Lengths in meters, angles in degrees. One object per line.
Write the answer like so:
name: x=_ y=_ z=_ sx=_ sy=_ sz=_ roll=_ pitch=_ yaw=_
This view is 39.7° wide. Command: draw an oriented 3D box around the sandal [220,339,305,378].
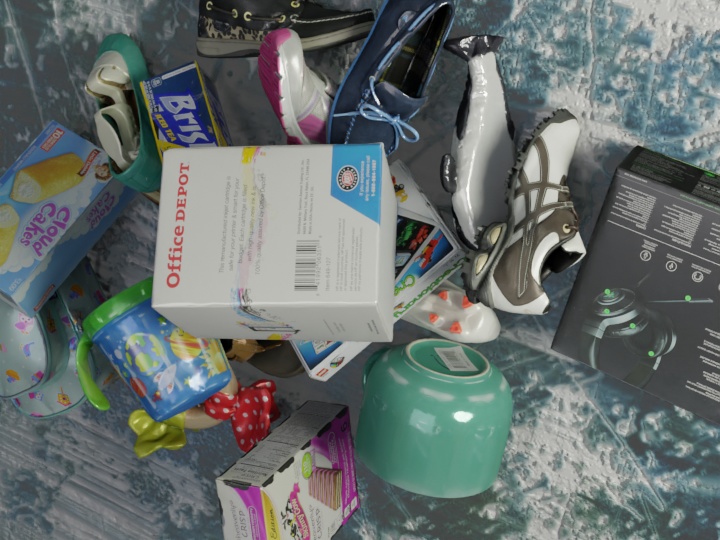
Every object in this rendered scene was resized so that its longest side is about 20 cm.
sandal: x=-0.142 y=0.063 z=1.114 sx=0.199 sy=0.055 sz=0.082 roll=30 pitch=119 yaw=16

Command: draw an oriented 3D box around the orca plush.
orca plush: x=0.099 y=-0.120 z=0.957 sx=0.071 sy=0.105 sz=0.202 roll=10 pitch=119 yaw=58

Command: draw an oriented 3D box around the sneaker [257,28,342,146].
sneaker: x=-0.039 y=-0.160 z=0.983 sx=0.088 sy=0.082 sz=0.201 roll=-24 pitch=140 yaw=-3

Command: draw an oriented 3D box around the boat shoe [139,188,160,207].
boat shoe: x=-0.165 y=-0.078 z=1.120 sx=0.199 sy=0.071 sz=0.065 roll=23 pitch=83 yaw=16

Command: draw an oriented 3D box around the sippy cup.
sippy cup: x=-0.205 y=0.083 z=1.060 sx=0.177 sy=0.139 sz=0.131 roll=-36 pitch=82 yaw=42

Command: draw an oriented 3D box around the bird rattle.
bird rattle: x=-0.195 y=0.146 z=1.164 sx=0.199 sy=0.113 sz=0.164 roll=-9 pitch=120 yaw=34

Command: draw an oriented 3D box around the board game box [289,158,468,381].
board game box: x=0.000 y=0.000 z=1.006 sx=0.200 sy=0.035 sz=0.127 roll=-40 pitch=60 yaw=14

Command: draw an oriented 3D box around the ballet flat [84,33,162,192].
ballet flat: x=-0.262 y=-0.181 z=1.088 sx=0.067 sy=0.070 sz=0.202 roll=-26 pitch=73 yaw=24

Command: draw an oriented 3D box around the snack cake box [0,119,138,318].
snack cake box: x=-0.366 y=-0.060 z=1.151 sx=0.114 sy=0.201 sz=0.067 roll=29 pitch=159 yaw=17

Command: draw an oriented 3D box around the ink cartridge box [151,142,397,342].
ink cartridge box: x=-0.072 y=-0.020 z=0.912 sx=0.198 sy=0.145 sz=0.149 roll=0 pitch=74 yaw=8

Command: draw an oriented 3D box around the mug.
mug: x=0.064 y=0.133 z=1.015 sx=0.184 sy=0.152 sz=0.115 roll=19 pitch=112 yaw=21

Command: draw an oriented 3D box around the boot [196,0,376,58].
boot: x=-0.084 y=-0.294 z=0.991 sx=0.202 sy=0.073 sz=0.155 roll=2 pitch=105 yaw=26

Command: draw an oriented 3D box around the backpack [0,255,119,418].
backpack: x=-0.395 y=0.083 z=1.245 sx=0.175 sy=0.153 sz=0.201 roll=-25 pitch=102 yaw=27

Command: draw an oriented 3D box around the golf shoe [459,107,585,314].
golf shoe: x=0.168 y=-0.048 z=0.898 sx=0.094 sy=0.078 sz=0.201 roll=22 pitch=78 yaw=22

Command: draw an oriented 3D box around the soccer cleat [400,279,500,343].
soccer cleat: x=0.056 y=0.024 z=1.034 sx=0.199 sy=0.077 sz=0.070 roll=30 pitch=90 yaw=33

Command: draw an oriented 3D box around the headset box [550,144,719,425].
headset box: x=0.285 y=0.018 z=0.891 sx=0.173 sy=0.093 sz=0.202 roll=23 pitch=117 yaw=19

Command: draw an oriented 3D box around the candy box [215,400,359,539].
candy box: x=-0.074 y=0.247 z=1.099 sx=0.060 sy=0.200 sz=0.138 roll=3 pitch=109 yaw=27

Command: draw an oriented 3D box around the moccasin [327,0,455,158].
moccasin: x=0.025 y=-0.170 z=0.921 sx=0.068 sy=0.080 sz=0.202 roll=41 pitch=119 yaw=47

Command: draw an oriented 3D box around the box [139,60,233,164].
box: x=-0.168 y=-0.112 z=1.055 sx=0.069 sy=0.064 sz=0.202 roll=-19 pitch=77 yaw=6
